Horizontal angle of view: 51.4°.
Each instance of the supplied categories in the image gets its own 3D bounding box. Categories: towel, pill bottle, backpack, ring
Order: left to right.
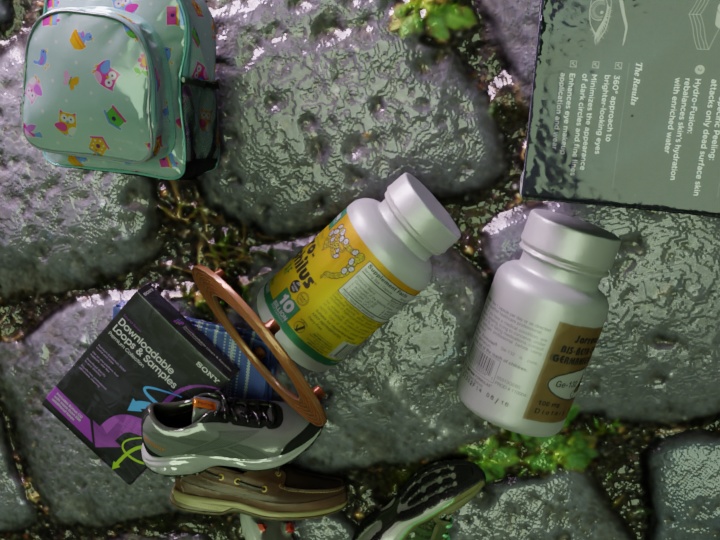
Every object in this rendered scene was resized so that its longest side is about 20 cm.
[{"bbox_3d":[-0.232,-0.195,0.734,0.175,0.153,0.201,9,97,13],"label":"backpack"},{"bbox_3d":[-0.196,0.120,0.866,0.199,0.024,0.146,12,107,9],"label":"towel"},{"bbox_3d":[-0.097,0.071,0.736,0.019,0.200,0.201,-38,94,-18],"label":"ring"},{"bbox_3d":[0.000,0.000,0.754,0.200,0.113,0.113,-42,93,16],"label":"pill bottle"},{"bbox_3d":[0.176,0.049,0.733,0.114,0.114,0.201,18,105,5],"label":"pill bottle"}]

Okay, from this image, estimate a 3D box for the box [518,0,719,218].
[{"bbox_3d":[0.255,-0.157,0.654,0.199,0.117,0.198,9,105,21],"label":"box"}]

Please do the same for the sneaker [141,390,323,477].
[{"bbox_3d":[-0.136,0.166,0.799,0.199,0.074,0.080,-6,121,-8],"label":"sneaker"}]

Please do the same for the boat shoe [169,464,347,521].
[{"bbox_3d":[-0.111,0.235,0.839,0.199,0.072,0.068,6,92,-5],"label":"boat shoe"}]

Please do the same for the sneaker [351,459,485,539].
[{"bbox_3d":[0.074,0.288,0.836,0.089,0.077,0.200,41,112,-14],"label":"sneaker"}]

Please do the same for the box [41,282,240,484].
[{"bbox_3d":[-0.251,0.132,0.850,0.143,0.036,0.200,43,108,-2],"label":"box"}]

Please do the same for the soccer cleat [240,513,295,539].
[{"bbox_3d":[-0.094,0.363,0.878,0.077,0.069,0.201,-28,99,19],"label":"soccer cleat"}]
